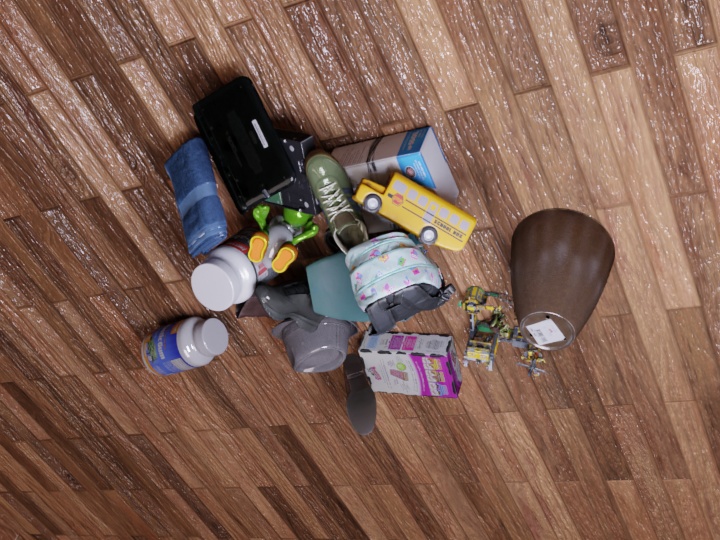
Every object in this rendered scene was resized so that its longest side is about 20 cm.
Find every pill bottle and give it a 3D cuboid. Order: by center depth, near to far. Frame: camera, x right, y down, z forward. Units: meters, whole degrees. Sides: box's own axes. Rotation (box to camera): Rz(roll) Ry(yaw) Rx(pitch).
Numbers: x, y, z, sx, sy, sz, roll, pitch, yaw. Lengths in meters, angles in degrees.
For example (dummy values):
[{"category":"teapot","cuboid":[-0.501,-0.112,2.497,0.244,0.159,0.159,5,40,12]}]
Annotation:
[{"category":"pill bottle","cuboid":[-0.231,-0.007,1.758,0.114,0.200,0.118,10,116,21]},{"category":"pill bottle","cuboid":[-0.398,0.169,2.086,0.198,0.113,0.112,-18,124,35]}]

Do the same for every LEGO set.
[{"category":"LEGO set","cuboid":[0.273,0.126,1.747,0.196,0.117,0.155,14,137,9]}]

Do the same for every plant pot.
[{"category":"plant pot","cuboid":[0.333,0.033,1.569,0.183,0.202,0.189,12,137,11]},{"category":"plant pot","cuboid":[0.009,0.016,1.699,0.197,0.141,0.144,-6,99,28]}]

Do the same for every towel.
[{"category":"towel","cuboid":[-0.304,-0.136,1.692,0.048,0.204,0.111,-2,160,-40]}]

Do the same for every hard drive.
[{"category":"hard drive","cuboid":[-0.148,-0.182,1.620,0.198,0.038,0.142,15,128,40]}]

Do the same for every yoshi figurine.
[{"category":"yoshi figurine","cuboid":[-0.137,-0.081,1.683,0.110,0.201,0.114,-16,109,15]}]

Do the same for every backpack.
[{"category":"backpack","cuboid":[0.050,0.019,1.488,0.165,0.128,0.200,-31,165,8]}]

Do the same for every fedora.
[{"category":"fedora","cuboid":[-0.094,0.159,1.916,0.198,0.092,0.175,-25,147,38]}]

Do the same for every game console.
[{"category":"game console","cuboid":[-0.206,-0.216,1.610,0.174,0.116,0.203,-25,94,20]}]

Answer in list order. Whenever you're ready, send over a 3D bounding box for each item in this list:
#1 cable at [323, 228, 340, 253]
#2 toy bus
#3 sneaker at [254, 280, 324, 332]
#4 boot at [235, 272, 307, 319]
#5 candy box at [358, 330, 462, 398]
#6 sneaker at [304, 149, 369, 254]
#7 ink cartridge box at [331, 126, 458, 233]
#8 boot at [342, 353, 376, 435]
[{"category":"cable","cuboid":[0.000,0.000,1.791,0.096,0.051,0.201,-11,127,30]},{"category":"toy bus","cuboid":[0.086,-0.099,1.503,0.198,0.079,0.065,29,-179,-7]},{"category":"sneaker","cuboid":[-0.125,0.052,1.749,0.091,0.076,0.199,-44,148,15]},{"category":"boot","cuboid":[-0.149,0.049,1.834,0.164,0.074,0.200,-4,156,-31]},{"category":"candy box","cuboid":[0.107,0.198,1.934,0.196,0.062,0.138,2,134,21]},{"category":"sneaker","cuboid":[-0.030,-0.102,1.532,0.066,0.090,0.202,-25,117,1]},{"category":"ink cartridge box","cuboid":[0.051,-0.152,1.593,0.197,0.085,0.147,-7,129,29]},{"category":"boot","cuboid":[0.006,0.299,1.970,0.063,0.189,0.201,-9,148,0]}]
